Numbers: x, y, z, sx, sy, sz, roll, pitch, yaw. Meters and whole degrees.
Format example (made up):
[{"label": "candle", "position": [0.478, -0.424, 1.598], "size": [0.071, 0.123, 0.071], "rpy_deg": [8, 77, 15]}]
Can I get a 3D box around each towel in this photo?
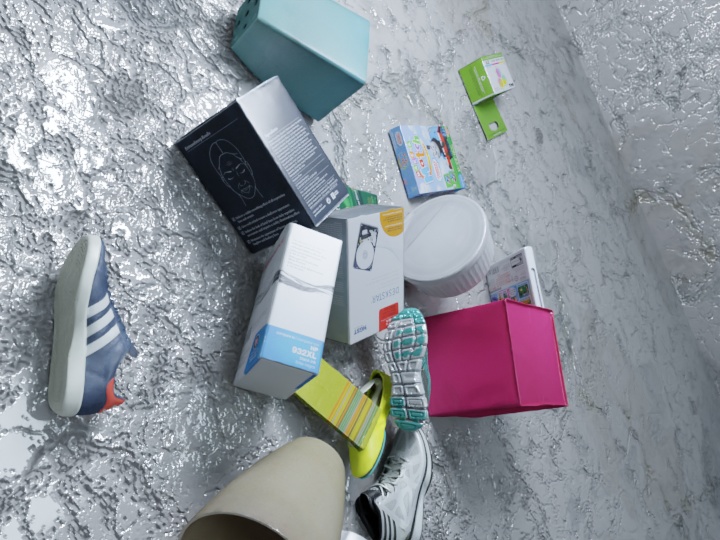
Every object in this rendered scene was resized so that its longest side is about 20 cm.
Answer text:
[{"label": "towel", "position": [-0.056, 0.182, 0.928], "size": [0.200, 0.018, 0.086], "rpy_deg": [41, 40, -7]}]

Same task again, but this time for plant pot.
[{"label": "plant pot", "position": [-0.095, 0.309, 0.773], "size": [0.188, 0.186, 0.200], "rpy_deg": [62, 28, -12]}, {"label": "plant pot", "position": [-0.106, -0.384, 1.032], "size": [0.199, 0.141, 0.142], "rpy_deg": [22, 60, -34]}]

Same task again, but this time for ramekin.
[{"label": "ramekin", "position": [0.164, -0.040, 1.178], "size": [0.094, 0.201, 0.204], "rpy_deg": [47, 45, -44]}]

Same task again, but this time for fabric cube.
[{"label": "fabric cube", "position": [0.260, 0.179, 1.196], "size": [0.199, 0.199, 0.198], "rpy_deg": [14, 64, -46]}]

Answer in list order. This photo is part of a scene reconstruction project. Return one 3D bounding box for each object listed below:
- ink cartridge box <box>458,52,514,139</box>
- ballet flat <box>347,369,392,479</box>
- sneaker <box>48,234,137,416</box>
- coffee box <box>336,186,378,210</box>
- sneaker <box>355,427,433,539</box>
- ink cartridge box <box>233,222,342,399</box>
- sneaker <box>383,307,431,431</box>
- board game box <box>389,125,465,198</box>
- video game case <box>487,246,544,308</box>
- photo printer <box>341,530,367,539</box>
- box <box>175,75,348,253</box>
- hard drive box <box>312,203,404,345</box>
[{"label": "ink cartridge box", "position": [0.361, -0.471, 1.647], "size": [0.148, 0.075, 0.201], "rpy_deg": [-33, 100, -49]}, {"label": "ballet flat", "position": [0.012, 0.241, 0.995], "size": [0.067, 0.067, 0.200], "rpy_deg": [48, 38, -16]}, {"label": "sneaker", "position": [-0.297, 0.062, 0.697], "size": [0.084, 0.075, 0.202], "rpy_deg": [12, 77, -45]}, {"label": "coffee box", "position": [-0.042, -0.088, 1.065], "size": [0.199, 0.044, 0.124], "rpy_deg": [9, 70, -47]}, {"label": "sneaker", "position": [0.054, 0.343, 0.993], "size": [0.115, 0.075, 0.202], "rpy_deg": [29, 59, -42]}, {"label": "ink cartridge box", "position": [-0.100, 0.059, 0.850], "size": [0.083, 0.145, 0.201], "rpy_deg": [18, 60, -16]}, {"label": "sneaker", "position": [0.083, 0.166, 1.025], "size": [0.091, 0.077, 0.202], "rpy_deg": [42, 48, -68]}, {"label": "board game box", "position": [0.152, -0.243, 1.353], "size": [0.199, 0.036, 0.152], "rpy_deg": [-16, 89, -50]}, {"label": "video game case", "position": [0.342, 0.060, 1.355], "size": [0.024, 0.200, 0.183], "rpy_deg": [-6, 79, -15]}, {"label": "photo printer", "position": [-0.017, 0.459, 0.826], "size": [0.201, 0.069, 0.167], "rpy_deg": [66, 34, -42]}, {"label": "box", "position": [-0.141, -0.149, 0.892], "size": [0.201, 0.148, 0.107], "rpy_deg": [58, 41, -18]}, {"label": "hard drive box", "position": [0.000, 0.000, 1.005], "size": [0.155, 0.076, 0.202], "rpy_deg": [-19, 113, -50]}]
